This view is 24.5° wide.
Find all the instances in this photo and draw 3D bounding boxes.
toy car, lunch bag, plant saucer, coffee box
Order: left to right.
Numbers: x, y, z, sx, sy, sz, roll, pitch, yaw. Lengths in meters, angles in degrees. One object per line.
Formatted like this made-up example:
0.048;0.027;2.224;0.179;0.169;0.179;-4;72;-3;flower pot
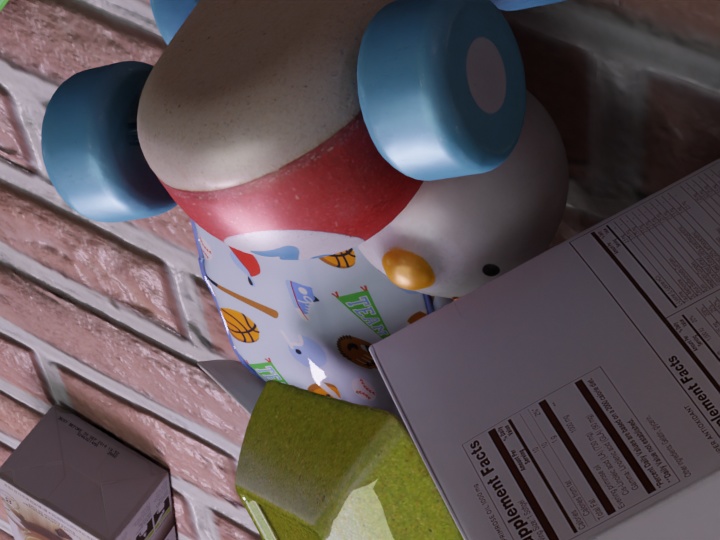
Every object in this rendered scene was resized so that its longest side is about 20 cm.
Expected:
-0.215;0.212;1.337;0.113;0.080;0.200;28;148;17;coffee box
0.000;0.000;0.823;0.160;0.076;0.200;16;142;30;lunch bag
0.011;0.154;0.752;0.200;0.048;0.200;62;164;-10;plant saucer
0.019;-0.040;0.651;0.184;0.177;0.200;-6;132;37;toy car

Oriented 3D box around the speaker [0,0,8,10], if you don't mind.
-0.224;-0.157;0.844;0.088;0.089;0.200;45;150;-11;speaker

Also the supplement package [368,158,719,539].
0.143;0.084;0.608;0.192;0.200;0.147;63;179;-34;supplement package

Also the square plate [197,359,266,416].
0.018;0.130;0.937;0.200;0.028;0.198;37;175;33;square plate
